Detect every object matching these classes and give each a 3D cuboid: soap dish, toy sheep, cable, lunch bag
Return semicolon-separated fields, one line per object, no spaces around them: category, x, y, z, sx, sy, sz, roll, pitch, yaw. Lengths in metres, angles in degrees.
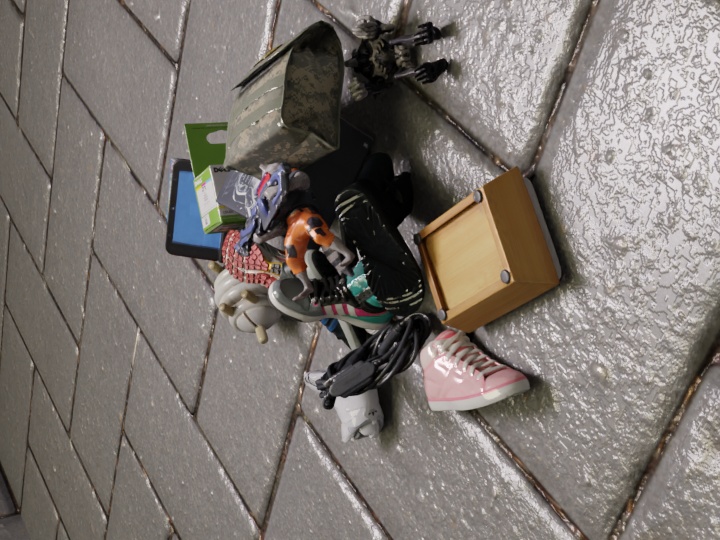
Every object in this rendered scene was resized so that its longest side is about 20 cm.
soap dish;0.157;-0.021;1.343;0.200;0.081;0.159;-36;66;54
toy sheep;-0.198;0.043;1.850;0.138;0.137;0.201;-53;42;47
cable;0.024;0.129;1.521;0.051;0.199;0.163;54;-172;-5
lunch bag;-0.109;-0.248;1.495;0.164;0.117;0.202;-24;54;47

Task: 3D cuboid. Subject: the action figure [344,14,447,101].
action figure;0.028;-0.301;1.467;0.199;0.101;0.120;5;103;53

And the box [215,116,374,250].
box;-0.105;-0.156;1.624;0.182;0.104;0.201;26;90;50

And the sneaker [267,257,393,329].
sneaker;-0.023;0.023;1.488;0.121;0.198;0.084;-54;36;45

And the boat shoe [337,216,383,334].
boat shoe;0.000;0.000;1.596;0.072;0.068;0.202;10;104;55

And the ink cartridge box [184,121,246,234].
ink cartridge box;-0.213;-0.174;1.812;0.076;0.147;0.202;-25;76;55

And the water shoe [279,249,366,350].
water shoe;-0.056;0.051;1.619;0.078;0.072;0.201;-15;123;22

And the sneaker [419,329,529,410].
sneaker;0.142;0.130;1.400;0.200;0.075;0.106;-17;87;61

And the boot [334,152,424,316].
boot;0.047;-0.056;1.456;0.076;0.168;0.201;-23;103;27

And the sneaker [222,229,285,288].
sneaker;-0.154;-0.004;1.773;0.199;0.082;0.078;34;111;21

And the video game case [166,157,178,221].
video game case;-0.348;-0.133;2.142;0.200;0.018;0.144;35;124;48

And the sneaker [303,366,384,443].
sneaker;-0.027;0.213;1.674;0.200;0.075;0.116;-10;92;62

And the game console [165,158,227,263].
game console;-0.271;-0.089;1.945;0.172;0.118;0.201;41;129;46

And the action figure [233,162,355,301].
action figure;-0.095;-0.059;1.451;0.200;0.104;0.195;-42;67;52
